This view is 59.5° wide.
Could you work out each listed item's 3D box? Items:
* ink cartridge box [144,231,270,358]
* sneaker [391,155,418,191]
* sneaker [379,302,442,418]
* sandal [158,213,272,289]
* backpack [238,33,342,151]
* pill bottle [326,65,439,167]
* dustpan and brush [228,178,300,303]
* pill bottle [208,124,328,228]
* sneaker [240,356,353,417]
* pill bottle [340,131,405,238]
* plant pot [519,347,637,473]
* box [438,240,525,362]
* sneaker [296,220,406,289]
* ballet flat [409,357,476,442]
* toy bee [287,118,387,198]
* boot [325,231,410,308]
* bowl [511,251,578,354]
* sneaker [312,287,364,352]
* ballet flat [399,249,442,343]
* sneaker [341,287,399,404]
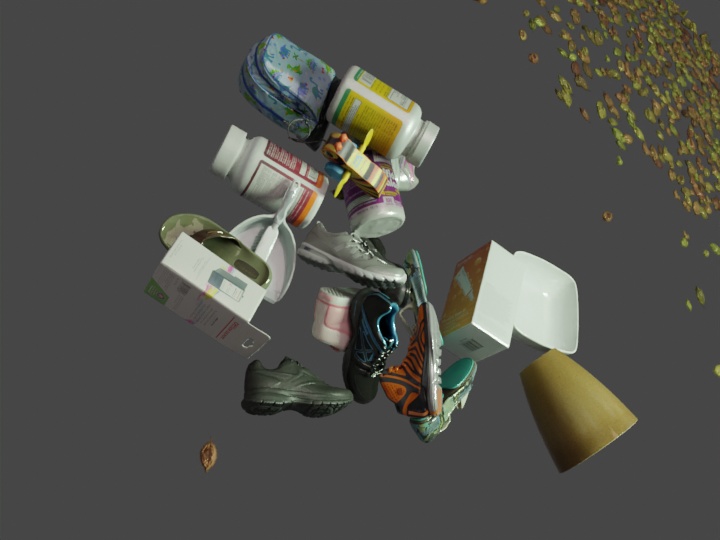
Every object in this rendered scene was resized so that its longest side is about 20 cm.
[{"bbox_3d":[-0.227,0.044,0.987,0.198,0.117,0.068,37,52,-13],"label":"ink cartridge box"},{"bbox_3d":[0.078,-0.252,1.340,0.086,0.081,0.205,8,73,-30],"label":"sneaker"},{"bbox_3d":[0.086,0.158,1.124,0.078,0.109,0.205,45,43,-62],"label":"sneaker"},{"bbox_3d":[-0.229,-0.035,1.010,0.198,0.057,0.081,27,73,1],"label":"sandal"},{"bbox_3d":[-0.138,-0.358,1.222,0.196,0.154,0.166,24,64,-6],"label":"backpack"},{"bbox_3d":[0.044,-0.280,1.171,0.197,0.113,0.114,30,56,-4],"label":"pill bottle"},{"bbox_3d":[-0.154,-0.064,1.076,0.138,0.057,0.204,28,77,-17],"label":"dustpan and brush"},{"bbox_3d":[-0.164,-0.168,1.127,0.197,0.109,0.111,29,56,-18],"label":"pill bottle"},{"bbox_3d":[-0.099,0.189,1.034,0.196,0.076,0.093,12,55,-30],"label":"sneaker"},{"bbox_3d":[0.014,-0.177,1.240,0.110,0.112,0.205,-3,71,-32],"label":"pill bottle"},{"bbox_3d":[0.416,0.266,1.266,0.184,0.187,0.202,-19,67,-36],"label":"plant pot"},{"bbox_3d":[0.243,0.065,1.266,0.096,0.124,0.203,32,55,-15],"label":"box"},{"bbox_3d":[-0.010,-0.029,1.071,0.196,0.075,0.084,20,79,12],"label":"sneaker"},{"bbox_3d":[0.160,0.245,1.181,0.199,0.074,0.075,-37,90,-36],"label":"ballet flat"},{"bbox_3d":[-0.031,-0.193,1.099,0.195,0.108,0.135,11,87,-18],"label":"toy bee"},{"bbox_3d":[0.000,0.000,1.145,0.129,0.071,0.200,5,27,-29],"label":"boot"},{"bbox_3d":[0.380,0.080,1.377,0.197,0.074,0.204,24,58,-22],"label":"bowl"},{"bbox_3d":[-0.016,0.090,1.135,0.198,0.074,0.107,6,102,-53],"label":"sneaker"},{"bbox_3d":[0.102,0.058,1.214,0.073,0.074,0.205,-2,67,-32],"label":"ballet flat"},{"bbox_3d":[0.019,0.136,1.068,0.072,0.081,0.205,-11,110,-45],"label":"sneaker"}]
